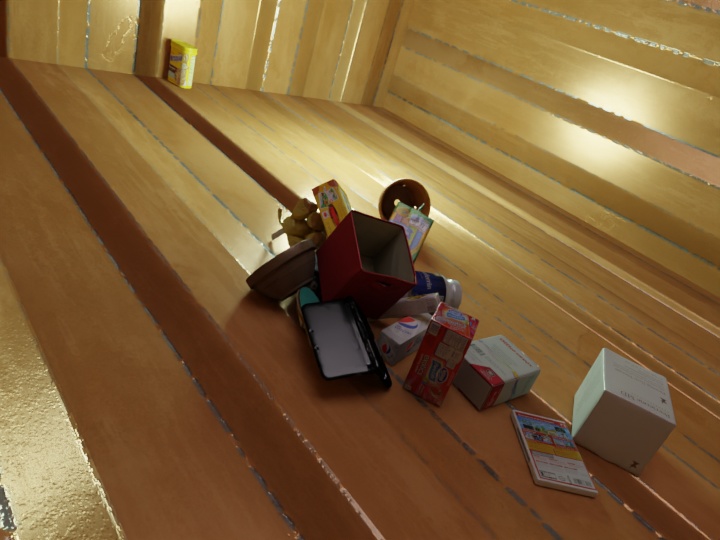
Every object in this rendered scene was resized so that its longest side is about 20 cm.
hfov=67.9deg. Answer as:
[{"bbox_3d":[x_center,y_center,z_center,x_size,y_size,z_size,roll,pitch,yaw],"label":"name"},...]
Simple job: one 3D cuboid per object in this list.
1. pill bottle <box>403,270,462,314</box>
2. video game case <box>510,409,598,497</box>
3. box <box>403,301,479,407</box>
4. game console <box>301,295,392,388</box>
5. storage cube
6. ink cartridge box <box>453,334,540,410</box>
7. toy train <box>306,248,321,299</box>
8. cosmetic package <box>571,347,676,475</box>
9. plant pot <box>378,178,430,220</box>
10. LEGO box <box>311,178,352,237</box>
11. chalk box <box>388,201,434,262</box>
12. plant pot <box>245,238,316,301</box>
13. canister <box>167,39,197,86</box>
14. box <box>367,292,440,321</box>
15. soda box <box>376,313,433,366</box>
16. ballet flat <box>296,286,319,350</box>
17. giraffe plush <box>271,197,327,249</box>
[{"bbox_3d":[0.185,0.064,1.529,0.196,0.118,0.116,8,29,-23],"label":"pill bottle"},{"bbox_3d":[0.422,0.399,1.181,0.140,0.018,0.201,15,28,-9],"label":"video game case"},{"bbox_3d":[0.180,0.189,1.202,0.098,0.203,0.095,25,29,12],"label":"box"},{"bbox_3d":[-0.030,0.170,1.200,0.115,0.177,0.202,-26,52,4],"label":"game console"},{"bbox_3d":[0.010,-0.010,1.318,0.168,0.180,0.203,13,49,-32],"label":"storage cube"},{"bbox_3d":[0.324,0.247,1.320,0.197,0.084,0.146,-4,35,-38],"label":"ink cartridge box"},{"bbox_3d":[-0.093,0.012,1.485,0.113,0.086,0.201,31,23,-6],"label":"toy train"},{"bbox_3d":[0.618,0.330,1.273,0.165,0.169,0.200,26,29,13],"label":"cosmetic package"},{"bbox_3d":[0.153,-0.248,2.019,0.196,0.204,0.140,13,10,-12],"label":"plant pot"},{"bbox_3d":[-0.057,-0.139,1.542,0.149,0.076,0.204,36,33,-75],"label":"LEGO box"},{"bbox_3d":[0.129,-0.110,1.567,0.122,0.125,0.203,27,70,1],"label":"chalk box"},{"bbox_3d":[-0.182,0.011,1.349,0.094,0.200,0.200,56,33,1],"label":"plant pot"},{"bbox_3d":[-0.923,-1.065,2.762,0.147,0.203,0.086,31,29,23],"label":"canister"},{"bbox_3d":[0.110,0.095,1.387,0.196,0.042,0.039,-11,11,22],"label":"box"},{"bbox_3d":[0.119,0.165,1.353,0.063,0.069,0.198,33,31,26],"label":"soda box"},{"bbox_3d":[-0.115,0.126,1.262,0.069,0.066,0.202,10,35,-33],"label":"ballet flat"},{"bbox_3d":[-0.152,-0.125,1.648,0.197,0.177,0.161,-5,-2,36],"label":"giraffe plush"}]
